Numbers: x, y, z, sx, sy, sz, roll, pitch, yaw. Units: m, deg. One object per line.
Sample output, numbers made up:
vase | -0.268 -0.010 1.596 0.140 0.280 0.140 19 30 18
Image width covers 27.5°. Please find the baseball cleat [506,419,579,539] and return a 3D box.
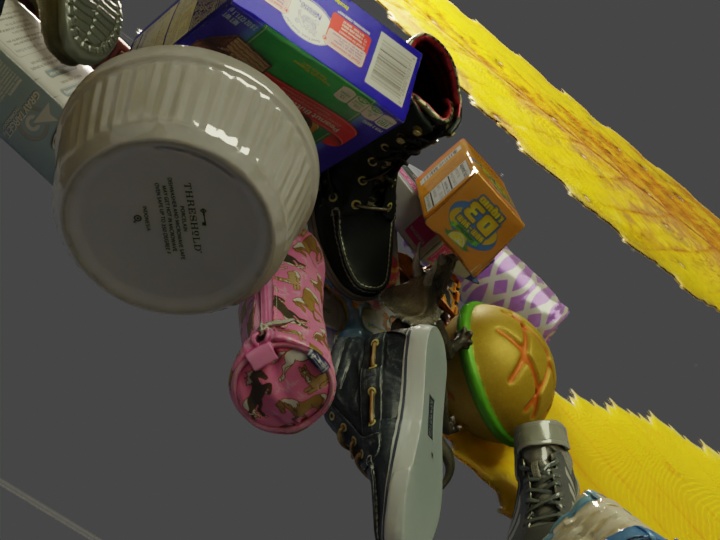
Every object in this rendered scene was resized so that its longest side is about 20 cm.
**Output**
baseball cleat | 0.149 0.189 1.247 0.200 0.069 0.107 -66 143 -76

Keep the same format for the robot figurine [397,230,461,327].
robot figurine | 0.023 -0.002 1.427 0.200 0.058 0.145 37 27 -14

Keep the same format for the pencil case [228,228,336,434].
pencil case | -0.063 0.040 1.163 0.082 0.087 0.200 21 26 -14

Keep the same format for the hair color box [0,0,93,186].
hair color box | -0.267 -0.149 1.191 0.200 0.061 0.099 42 21 -1

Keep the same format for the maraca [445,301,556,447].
maraca | 0.133 0.100 1.371 0.200 0.106 0.138 29 49 -62

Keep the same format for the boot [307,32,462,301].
boot | 0.021 -0.087 1.231 0.073 0.153 0.205 2 77 -33

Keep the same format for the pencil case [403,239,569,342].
pencil case | 0.133 0.007 1.586 0.200 0.084 0.086 46 -18 6

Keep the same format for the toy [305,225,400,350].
toy | 0.000 0.000 1.314 0.115 0.047 0.201 23 49 -29

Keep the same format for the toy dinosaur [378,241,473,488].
toy dinosaur | 0.046 0.086 1.248 0.102 0.077 0.201 23 71 -52

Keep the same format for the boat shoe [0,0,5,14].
boat shoe | -0.307 -0.188 0.992 0.084 0.069 0.200 40 20 -1

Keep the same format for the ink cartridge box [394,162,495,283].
ink cartridge box | 0.068 -0.052 1.445 0.120 0.042 0.200 54 10 19

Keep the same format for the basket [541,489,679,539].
basket | 0.189 0.265 1.061 0.139 0.176 0.200 41 10 -21

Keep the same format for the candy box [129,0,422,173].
candy box | -0.078 -0.153 1.174 0.169 0.200 0.077 32 58 -24

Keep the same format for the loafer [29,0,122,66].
loafer | -0.250 -0.241 1.233 0.075 0.069 0.201 39 31 -47

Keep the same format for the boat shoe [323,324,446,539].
boat shoe | 0.014 0.137 1.149 0.071 0.090 0.201 57 33 -48

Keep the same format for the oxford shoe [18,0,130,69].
oxford shoe | -0.266 -0.215 1.305 0.200 0.071 0.074 35 20 -21

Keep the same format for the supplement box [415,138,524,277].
supplement box | 0.093 -0.059 1.287 0.067 0.069 0.200 47 11 -10

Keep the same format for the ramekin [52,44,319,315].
ramekin | -0.134 -0.056 1.082 0.202 0.202 0.094 35 34 -19
